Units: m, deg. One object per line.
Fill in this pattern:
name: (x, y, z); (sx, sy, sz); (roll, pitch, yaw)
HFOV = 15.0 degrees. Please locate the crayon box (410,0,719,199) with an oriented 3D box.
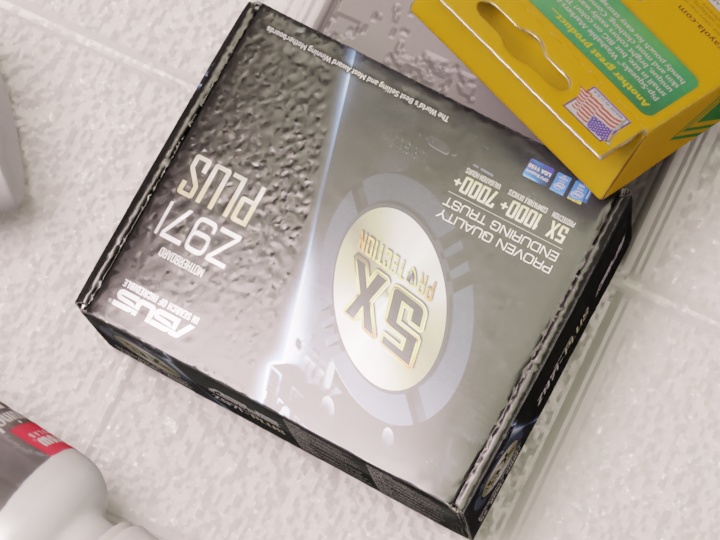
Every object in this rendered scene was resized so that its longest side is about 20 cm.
crayon box: (0.113, -0.114, 1.225); (0.126, 0.052, 0.200); (46, 48, 14)

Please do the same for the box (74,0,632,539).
box: (0.000, 0.000, 1.241); (0.199, 0.086, 0.164); (28, 80, 11)

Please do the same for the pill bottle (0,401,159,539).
pill bottle: (-0.183, 0.109, 1.218); (0.199, 0.111, 0.111); (31, 81, 12)

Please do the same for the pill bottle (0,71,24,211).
pill bottle: (-0.263, -0.050, 1.264); (0.199, 0.114, 0.115); (-14, 75, 1)
